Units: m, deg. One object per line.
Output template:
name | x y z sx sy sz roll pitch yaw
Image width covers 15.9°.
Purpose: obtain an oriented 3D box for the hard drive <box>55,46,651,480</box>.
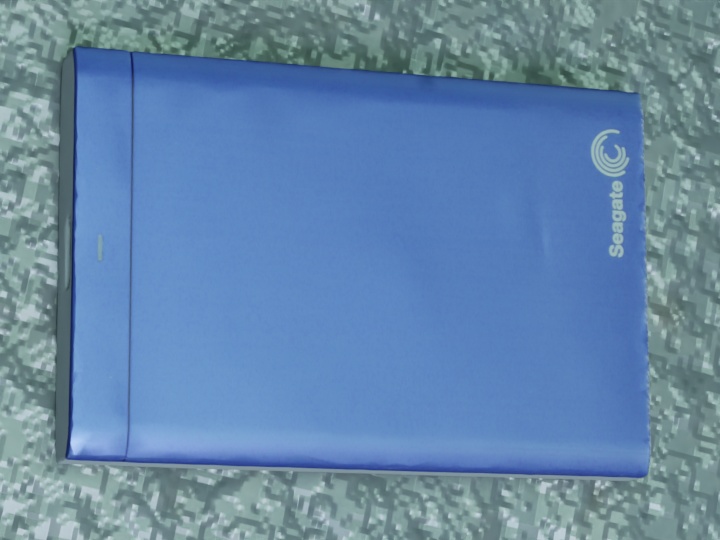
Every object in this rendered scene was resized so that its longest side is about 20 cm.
hard drive | 0.000 0.000 0.854 0.198 0.025 0.133 3 80 -19
